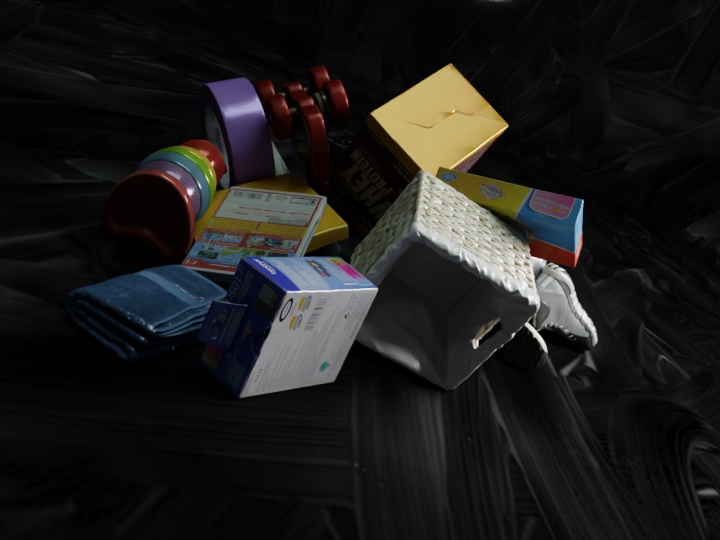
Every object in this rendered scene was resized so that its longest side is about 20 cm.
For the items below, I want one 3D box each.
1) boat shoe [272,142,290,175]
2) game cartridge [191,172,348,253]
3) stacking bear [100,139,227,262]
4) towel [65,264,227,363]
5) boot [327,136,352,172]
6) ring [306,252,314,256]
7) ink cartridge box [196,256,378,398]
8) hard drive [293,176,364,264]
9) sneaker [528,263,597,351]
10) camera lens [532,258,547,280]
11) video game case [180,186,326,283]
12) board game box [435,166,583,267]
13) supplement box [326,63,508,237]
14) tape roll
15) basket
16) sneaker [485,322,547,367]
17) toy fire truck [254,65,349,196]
[{"bbox_3d":[-0.136,-0.126,1.496,0.202,0.065,0.074,64,0,25],"label":"boat shoe"},{"bbox_3d":[-0.144,-0.067,1.263,0.200,0.033,0.176,-17,39,-23],"label":"game cartridge"},{"bbox_3d":[-0.244,-0.117,1.219,0.121,0.114,0.200,25,29,-1],"label":"stacking bear"},{"bbox_3d":[-0.223,0.038,0.997,0.112,0.049,0.200,31,19,15],"label":"towel"},{"bbox_3d":[0.005,-0.117,1.524,0.200,0.168,0.076,29,19,4],"label":"boot"},{"bbox_3d":[0.000,0.000,1.414,0.200,0.019,0.201,24,26,-13],"label":"ring"},{"bbox_3d":[-0.086,0.059,0.986,0.076,0.137,0.200,35,20,29],"label":"ink cartridge box"},{"bbox_3d":[-0.047,-0.060,1.367,0.135,0.042,0.200,28,21,-45],"label":"hard drive"},{"bbox_3d":[0.332,0.090,1.571,0.200,0.115,0.075,57,-13,-30],"label":"sneaker"},{"bbox_3d":[0.220,-0.034,1.602,0.200,0.160,0.160,21,19,-17],"label":"camera lens"},{"bbox_3d":[-0.137,-0.047,1.195,0.143,0.017,0.200,7,37,11],"label":"video game case"},{"bbox_3d":[0.206,-0.073,1.255,0.200,0.040,0.153,15,-17,19],"label":"board game box"},{"bbox_3d":[0.080,-0.172,1.379,0.133,0.200,0.197,48,54,6],"label":"supplement box"},{"bbox_3d":[-0.194,-0.197,1.410,0.066,0.200,0.200,-15,36,-19],"label":"tape roll"},{"bbox_3d":[0.101,0.013,1.183,0.200,0.198,0.161,31,36,-13],"label":"basket"},{"bbox_3d":[0.225,0.080,1.447,0.200,0.070,0.093,33,25,26],"label":"sneaker"},{"bbox_3d":[-0.079,-0.205,1.361,0.112,0.168,0.200,-17,30,-10],"label":"toy fire truck"}]
